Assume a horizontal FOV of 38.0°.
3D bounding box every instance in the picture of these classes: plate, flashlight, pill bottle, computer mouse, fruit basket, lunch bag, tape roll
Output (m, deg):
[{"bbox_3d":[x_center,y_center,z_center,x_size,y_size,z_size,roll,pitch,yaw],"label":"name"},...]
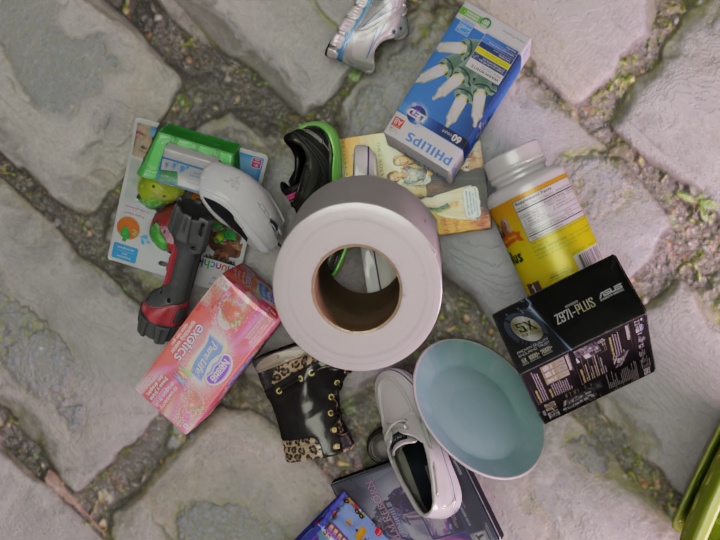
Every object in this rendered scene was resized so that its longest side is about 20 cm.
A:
[{"bbox_3d":[0.147,0.177,1.322,0.199,0.200,0.026,40,131,3],"label":"plate"},{"bbox_3d":[-0.243,-0.001,1.365,0.066,0.068,0.203,12,120,-13],"label":"flashlight"},{"bbox_3d":[0.230,-0.058,1.326,0.108,0.109,0.203,-24,89,6],"label":"pill bottle"},{"bbox_3d":[-0.126,-0.063,1.335,0.200,0.043,0.111,42,56,-32],"label":"computer mouse"},{"bbox_3d":[-0.232,-0.081,1.385,0.182,0.094,0.204,17,102,-2],"label":"fruit basket"},{"bbox_3d":[-0.044,0.421,1.378,0.151,0.094,0.200,44,116,4],"label":"lunch bag"},{"bbox_3d":[0.000,0.000,1.252,0.198,0.139,0.207,1,108,4],"label":"tape roll"}]

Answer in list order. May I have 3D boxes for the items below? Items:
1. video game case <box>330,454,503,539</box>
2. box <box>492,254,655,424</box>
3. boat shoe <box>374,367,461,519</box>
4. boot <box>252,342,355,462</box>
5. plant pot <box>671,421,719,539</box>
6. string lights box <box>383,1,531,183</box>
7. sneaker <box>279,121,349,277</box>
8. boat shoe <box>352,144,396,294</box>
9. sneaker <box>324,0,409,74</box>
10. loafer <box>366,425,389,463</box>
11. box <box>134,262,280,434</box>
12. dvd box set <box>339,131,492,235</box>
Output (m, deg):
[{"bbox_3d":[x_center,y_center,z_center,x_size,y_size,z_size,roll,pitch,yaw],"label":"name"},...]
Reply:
[{"bbox_3d":[0.071,0.310,1.358,0.198,0.019,0.145,-25,94,28],"label":"video game case"},{"bbox_3d":[0.265,0.089,1.275,0.162,0.200,0.087,-27,60,6],"label":"box"},{"bbox_3d":[0.063,0.209,1.293,0.073,0.065,0.202,-39,63,23],"label":"boat shoe"},{"bbox_3d":[-0.035,0.162,1.381,0.196,0.073,0.154,-14,90,8],"label":"boot"},{"bbox_3d":[0.502,0.290,1.270,0.197,0.181,0.202,25,94,5],"label":"plant pot"},{"bbox_3d":[0.125,-0.227,1.336,0.102,0.059,0.202,31,84,11],"label":"string lights box"},{"bbox_3d":[-0.062,-0.088,1.350,0.082,0.077,0.204,-8,89,-23],"label":"sneaker"},{"bbox_3d":[0.028,-0.062,1.337,0.064,0.072,0.204,-7,99,2],"label":"boat shoe"},{"bbox_3d":[0.037,-0.349,1.366,0.086,0.075,0.202,30,100,-6],"label":"sneaker"},{"bbox_3d":[0.103,0.228,1.367,0.196,0.072,0.074,-6,92,7],"label":"loafer"},{"bbox_3d":[-0.191,0.100,1.370,0.094,0.103,0.201,39,102,3],"label":"box"},{"bbox_3d":[0.068,-0.115,1.382,0.196,0.029,0.150,-7,91,6],"label":"dvd box set"}]
